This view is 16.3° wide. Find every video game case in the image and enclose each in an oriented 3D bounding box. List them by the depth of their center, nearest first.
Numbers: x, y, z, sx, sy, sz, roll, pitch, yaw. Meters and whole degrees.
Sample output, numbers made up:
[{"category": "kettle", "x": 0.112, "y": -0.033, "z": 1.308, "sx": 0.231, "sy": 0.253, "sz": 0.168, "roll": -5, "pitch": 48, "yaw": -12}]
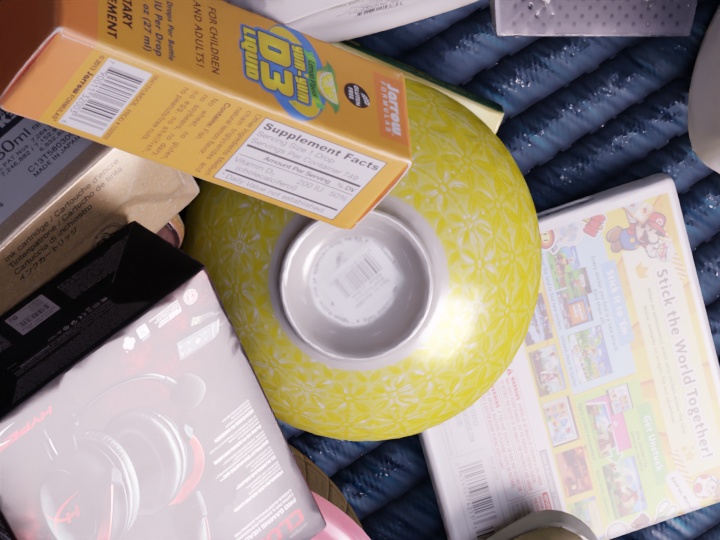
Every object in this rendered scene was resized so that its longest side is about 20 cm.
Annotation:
[{"category": "video game case", "x": 0.118, "y": 0.064, "z": 1.457, "sx": 0.181, "sy": 0.023, "sz": 0.201, "roll": -18, "pitch": 105, "yaw": -6}]

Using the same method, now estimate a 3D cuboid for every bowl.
[{"category": "bowl", "x": 0.000, "y": 0.000, "z": 1.312, "sx": 0.199, "sy": 0.108, "sz": 0.202, "roll": 0, "pitch": 98, "yaw": 1}]

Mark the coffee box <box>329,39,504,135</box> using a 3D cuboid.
[{"category": "coffee box", "x": -0.013, "y": -0.022, "z": 1.386, "sx": 0.122, "sy": 0.044, "sz": 0.201, "roll": 24, "pitch": 97, "yaw": -2}]

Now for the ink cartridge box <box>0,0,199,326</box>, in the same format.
[{"category": "ink cartridge box", "x": -0.209, "y": -0.034, "z": 1.269, "sx": 0.200, "sy": 0.165, "sz": 0.075, "roll": -43, "pitch": 143, "yaw": -11}]

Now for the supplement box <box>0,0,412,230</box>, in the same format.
[{"category": "supplement box", "x": -0.073, "y": -0.087, "z": 1.198, "sx": 0.199, "sy": 0.067, "sz": 0.069, "roll": 20, "pitch": 136, "yaw": -30}]

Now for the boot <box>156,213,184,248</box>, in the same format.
[{"category": "boot", "x": -0.186, "y": 0.048, "z": 1.296, "sx": 0.199, "sy": 0.167, "sz": 0.072, "roll": -14, "pitch": 137, "yaw": 20}]

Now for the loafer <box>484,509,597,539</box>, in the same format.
[{"category": "loafer", "x": 0.051, "y": 0.212, "z": 1.438, "sx": 0.200, "sy": 0.070, "sz": 0.075, "roll": -39, "pitch": 108, "yaw": 18}]

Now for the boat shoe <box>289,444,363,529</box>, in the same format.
[{"category": "boat shoe", "x": -0.070, "y": 0.130, "z": 1.415, "sx": 0.066, "sy": 0.072, "sz": 0.201, "roll": -27, "pitch": 125, "yaw": 28}]

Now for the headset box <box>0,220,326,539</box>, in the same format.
[{"category": "headset box", "x": -0.115, "y": 0.102, "z": 1.247, "sx": 0.148, "sy": 0.075, "sz": 0.201, "roll": -36, "pitch": 127, "yaw": -19}]

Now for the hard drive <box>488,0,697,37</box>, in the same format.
[{"category": "hard drive", "x": 0.128, "y": -0.229, "z": 1.366, "sx": 0.134, "sy": 0.042, "sz": 0.202, "roll": -2, "pitch": 104, "yaw": -23}]

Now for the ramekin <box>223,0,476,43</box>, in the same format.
[{"category": "ramekin", "x": 0.000, "y": -0.181, "z": 1.270, "sx": 0.199, "sy": 0.200, "sz": 0.106, "roll": -16, "pitch": 89, "yaw": -7}]

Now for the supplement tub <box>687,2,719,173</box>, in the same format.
[{"category": "supplement tub", "x": 0.298, "y": -0.092, "z": 1.390, "sx": 0.199, "sy": 0.145, "sz": 0.145, "roll": 20, "pitch": 99, "yaw": -15}]

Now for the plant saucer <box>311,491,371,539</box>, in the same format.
[{"category": "plant saucer", "x": -0.081, "y": 0.197, "z": 1.391, "sx": 0.199, "sy": 0.051, "sz": 0.202, "roll": 2, "pitch": 126, "yaw": 3}]
